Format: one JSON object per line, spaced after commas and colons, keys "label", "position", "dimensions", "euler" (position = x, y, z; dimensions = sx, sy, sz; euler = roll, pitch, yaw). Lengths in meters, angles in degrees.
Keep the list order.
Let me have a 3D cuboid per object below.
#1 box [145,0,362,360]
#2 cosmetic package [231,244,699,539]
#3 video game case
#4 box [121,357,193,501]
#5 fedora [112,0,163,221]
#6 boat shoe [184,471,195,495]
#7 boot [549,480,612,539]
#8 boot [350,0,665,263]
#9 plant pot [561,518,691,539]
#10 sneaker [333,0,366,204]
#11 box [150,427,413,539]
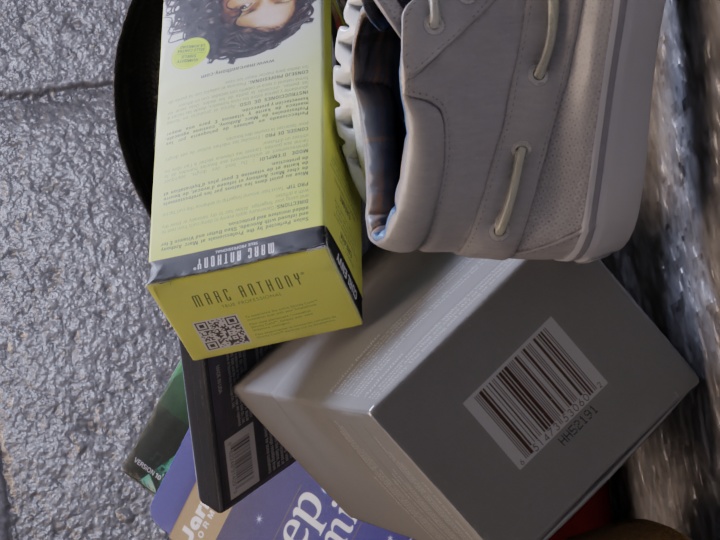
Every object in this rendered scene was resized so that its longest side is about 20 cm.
{"label": "box", "position": [-0.040, -0.062, 0.974], "dimensions": [0.050, 0.075, 0.201], "euler": [64, -162, -47]}
{"label": "cosmetic package", "position": [0.033, 0.043, 0.951], "dimensions": [0.090, 0.107, 0.200], "euler": [48, 169, -9]}
{"label": "video game case", "position": [0.000, 0.000, 1.072], "dimensions": [0.019, 0.200, 0.144], "euler": [27, 137, 35]}
{"label": "box", "position": [-0.036, 0.021, 1.267], "dimensions": [0.201, 0.036, 0.144], "euler": [-61, -16, 13]}
{"label": "fedora", "position": [-0.039, -0.057, 1.106], "dimensions": [0.092, 0.199, 0.202], "euler": [-59, -33, -60]}
{"label": "boat shoe", "position": [-0.012, 0.088, 1.266], "dimensions": [0.062, 0.199, 0.075], "euler": [37, 136, 26]}
{"label": "boot", "position": [0.099, 0.156, 1.000], "dimensions": [0.144, 0.072, 0.202], "euler": [-158, 66, -62]}
{"label": "boot", "position": [0.047, -0.099, 0.808], "dimensions": [0.074, 0.095, 0.202], "euler": [-145, 55, -69]}
{"label": "plant pot", "position": [0.028, 0.197, 0.856], "dimensions": [0.186, 0.199, 0.188], "euler": [28, 122, 59]}
{"label": "sneaker", "position": [0.043, -0.104, 0.908], "dimensions": [0.081, 0.075, 0.201], "euler": [36, 120, 58]}
{"label": "box", "position": [-0.017, 0.116, 1.143], "dimensions": [0.200, 0.032, 0.122], "euler": [33, 102, 32]}
